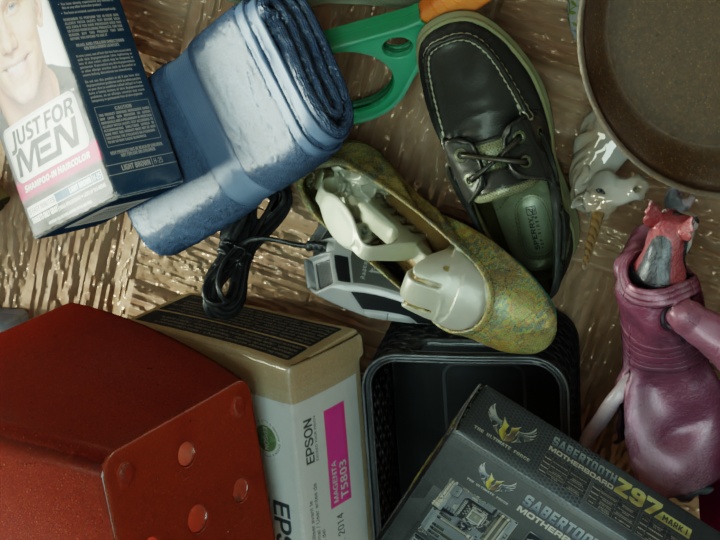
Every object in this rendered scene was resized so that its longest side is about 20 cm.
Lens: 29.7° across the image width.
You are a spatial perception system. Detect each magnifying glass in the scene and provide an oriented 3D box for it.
[{"bbox_3d":[0.029,-0.146,0.844,0.079,0.022,0.200,24,139,-38],"label":"magnifying glass"}]

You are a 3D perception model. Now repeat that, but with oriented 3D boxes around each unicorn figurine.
[{"bbox_3d":[0.175,-0.119,0.841,0.137,0.074,0.201,-20,87,19],"label":"unicorn figurine"}]

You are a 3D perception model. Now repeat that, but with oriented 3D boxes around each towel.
[{"bbox_3d":[-0.088,-0.091,0.873,0.200,0.048,0.112,-29,84,42],"label":"towel"}]

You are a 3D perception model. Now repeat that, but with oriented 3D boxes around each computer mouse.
[{"bbox_3d":[0.000,0.000,0.915,0.199,0.110,0.044,12,148,3],"label":"computer mouse"}]

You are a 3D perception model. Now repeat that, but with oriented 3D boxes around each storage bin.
[{"bbox_3d":[0.081,0.133,0.933,0.135,0.094,0.201,0,110,13],"label":"storage bin"}]

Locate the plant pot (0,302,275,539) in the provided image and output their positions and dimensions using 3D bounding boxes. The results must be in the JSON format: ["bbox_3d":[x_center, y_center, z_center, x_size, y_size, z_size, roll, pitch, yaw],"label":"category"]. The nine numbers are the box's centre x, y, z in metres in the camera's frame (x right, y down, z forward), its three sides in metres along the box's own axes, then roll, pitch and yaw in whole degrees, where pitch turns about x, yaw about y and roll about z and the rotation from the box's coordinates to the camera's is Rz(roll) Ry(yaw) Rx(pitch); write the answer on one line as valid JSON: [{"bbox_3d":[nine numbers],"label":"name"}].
[{"bbox_3d":[-0.167,0.147,0.856,0.176,0.200,0.201,3,108,34],"label":"plant pot"}]

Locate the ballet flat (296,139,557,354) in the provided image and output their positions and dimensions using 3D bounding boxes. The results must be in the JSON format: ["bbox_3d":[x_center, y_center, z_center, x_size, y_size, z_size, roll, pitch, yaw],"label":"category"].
[{"bbox_3d":[0.034,-0.010,0.855,0.200,0.071,0.071,43,115,24],"label":"ballet flat"}]

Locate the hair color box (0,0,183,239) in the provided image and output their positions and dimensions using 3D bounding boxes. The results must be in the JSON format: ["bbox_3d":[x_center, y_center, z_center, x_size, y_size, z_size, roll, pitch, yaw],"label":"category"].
[{"bbox_3d":[-0.196,-0.131,0.881,0.100,0.060,0.201,-21,88,42],"label":"hair color box"}]

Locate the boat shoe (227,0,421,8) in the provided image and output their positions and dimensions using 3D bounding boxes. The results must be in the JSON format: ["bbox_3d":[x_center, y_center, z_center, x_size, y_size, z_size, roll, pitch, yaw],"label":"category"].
[{"bbox_3d":[0.004,-0.202,0.848,0.199,0.072,0.068,3,81,6],"label":"boat shoe"}]

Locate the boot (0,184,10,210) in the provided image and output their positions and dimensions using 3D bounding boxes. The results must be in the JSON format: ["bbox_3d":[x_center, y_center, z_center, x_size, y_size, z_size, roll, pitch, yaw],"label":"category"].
[{"bbox_3d":[-0.372,-0.087,0.979,0.175,0.066,0.200,-30,99,20],"label":"boot"}]

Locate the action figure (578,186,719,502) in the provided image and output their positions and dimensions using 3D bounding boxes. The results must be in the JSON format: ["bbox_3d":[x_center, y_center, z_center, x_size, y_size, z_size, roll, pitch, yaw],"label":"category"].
[{"bbox_3d":[0.179,0.038,0.834,0.149,0.134,0.200,-26,130,-10],"label":"action figure"}]

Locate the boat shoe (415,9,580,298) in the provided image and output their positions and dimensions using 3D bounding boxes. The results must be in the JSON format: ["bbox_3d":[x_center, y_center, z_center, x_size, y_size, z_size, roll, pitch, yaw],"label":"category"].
[{"bbox_3d":[0.091,-0.066,0.846,0.072,0.066,0.201,-16,125,16],"label":"boat shoe"}]

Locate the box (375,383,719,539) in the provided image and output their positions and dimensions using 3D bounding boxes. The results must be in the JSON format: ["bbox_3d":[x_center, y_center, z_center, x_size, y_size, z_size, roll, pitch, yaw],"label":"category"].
[{"bbox_3d":[0.119,0.179,0.831,0.200,0.051,0.158,31,134,5],"label":"box"}]

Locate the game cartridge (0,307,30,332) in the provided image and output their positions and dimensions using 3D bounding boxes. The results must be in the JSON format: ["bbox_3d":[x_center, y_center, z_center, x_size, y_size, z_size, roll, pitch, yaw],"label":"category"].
[{"bbox_3d":[-0.329,0.102,1.051,0.199,0.040,0.134,-17,101,18],"label":"game cartridge"}]

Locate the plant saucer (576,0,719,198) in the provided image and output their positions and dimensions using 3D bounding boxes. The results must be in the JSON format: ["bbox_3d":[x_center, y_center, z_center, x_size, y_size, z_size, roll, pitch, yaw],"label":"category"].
[{"bbox_3d":[0.216,-0.143,0.779,0.200,0.037,0.201,-2,106,-8],"label":"plant saucer"}]

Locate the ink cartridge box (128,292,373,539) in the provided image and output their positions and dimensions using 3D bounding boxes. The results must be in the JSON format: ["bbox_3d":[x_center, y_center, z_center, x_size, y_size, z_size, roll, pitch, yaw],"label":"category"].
[{"bbox_3d":[-0.077,0.130,0.947,0.164,0.075,0.201,11,113,38],"label":"ink cartridge box"}]

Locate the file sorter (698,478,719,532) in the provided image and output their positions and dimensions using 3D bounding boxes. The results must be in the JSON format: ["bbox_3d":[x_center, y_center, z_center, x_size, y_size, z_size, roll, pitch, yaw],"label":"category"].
[{"bbox_3d":[0.311,0.104,0.844,0.125,0.139,0.200,23,113,3],"label":"file sorter"}]
